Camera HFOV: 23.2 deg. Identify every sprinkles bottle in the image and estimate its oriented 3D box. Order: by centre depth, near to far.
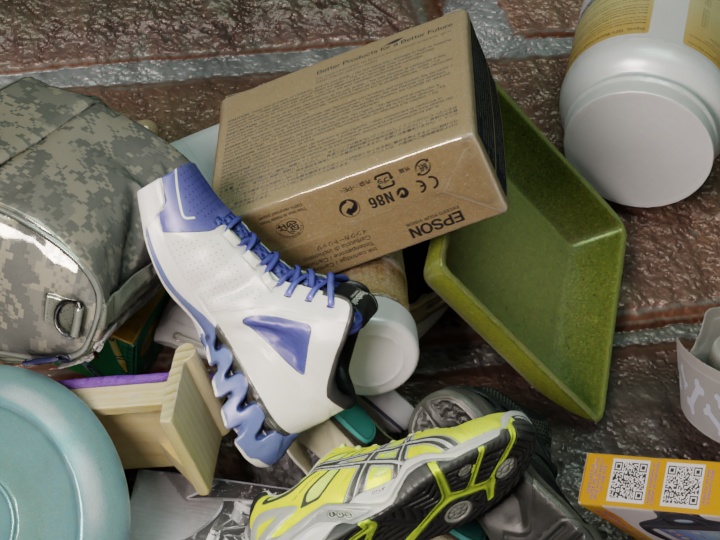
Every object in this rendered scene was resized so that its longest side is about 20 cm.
[{"bbox_3d":[0.000,0.000,1.249,0.068,0.069,0.201,1,37,-6],"label":"sprinkles bottle"}]

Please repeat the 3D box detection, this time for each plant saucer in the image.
[{"bbox_3d":[-0.240,0.159,1.103,0.198,0.027,0.202,-2,83,17],"label":"plant saucer"},{"bbox_3d":[0.117,-0.012,1.312,0.048,0.200,0.201,-22,39,36],"label":"plant saucer"}]

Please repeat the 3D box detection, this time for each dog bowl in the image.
[{"bbox_3d":[0.319,0.084,1.253,0.198,0.059,0.200,6,18,-2],"label":"dog bowl"}]

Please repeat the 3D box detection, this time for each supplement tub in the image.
[{"bbox_3d":[0.244,-0.164,1.463,0.143,0.145,0.201,14,47,6],"label":"supplement tub"}]

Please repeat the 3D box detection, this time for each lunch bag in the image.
[{"bbox_3d":[-0.204,-0.025,1.179,0.166,0.141,0.200,18,28,16],"label":"lunch bag"}]

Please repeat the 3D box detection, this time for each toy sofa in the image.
[{"bbox_3d":[-0.191,0.093,1.172,0.198,0.083,0.098,-5,46,17],"label":"toy sofa"}]

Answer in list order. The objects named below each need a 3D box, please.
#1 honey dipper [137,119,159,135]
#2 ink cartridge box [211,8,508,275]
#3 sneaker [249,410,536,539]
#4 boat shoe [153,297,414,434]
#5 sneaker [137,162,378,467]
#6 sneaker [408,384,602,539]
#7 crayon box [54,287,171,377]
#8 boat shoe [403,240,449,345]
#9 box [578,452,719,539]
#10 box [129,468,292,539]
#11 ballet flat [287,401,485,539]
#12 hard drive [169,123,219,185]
[{"bbox_3d":[-0.258,-0.096,1.416,0.198,0.038,0.038,-13,50,-23],"label":"honey dipper"},{"bbox_3d":[-0.002,-0.082,1.228,0.198,0.075,0.165,-19,35,16],"label":"ink cartridge box"},{"bbox_3d":[0.017,0.133,1.114,0.199,0.076,0.077,-25,49,-7],"label":"sneaker"},{"bbox_3d":[-0.056,0.074,1.263,0.199,0.072,0.066,30,83,0],"label":"boat shoe"},{"bbox_3d":[-0.054,0.015,1.131,0.114,0.201,0.081,-23,4,15],"label":"sneaker"},{"bbox_3d":[0.119,0.159,1.195,0.200,0.076,0.114,52,21,9],"label":"sneaker"},{"bbox_3d":[-0.181,-0.013,1.330,0.118,0.059,0.201,19,48,10],"label":"crayon box"},{"bbox_3d":[0.065,-0.017,1.348,0.074,0.069,0.201,31,52,-1],"label":"boat shoe"},{"bbox_3d":[0.255,0.158,1.130,0.199,0.119,0.042,2,69,39],"label":"box"},{"bbox_3d":[-0.087,0.229,1.124,0.157,0.049,0.201,9,47,3],"label":"box"},{"bbox_3d":[0.000,0.135,1.207,0.200,0.069,0.069,46,54,0],"label":"ballet flat"},{"bbox_3d":[-0.049,-0.069,1.367,0.199,0.026,0.132,-27,78,-40],"label":"hard drive"}]
